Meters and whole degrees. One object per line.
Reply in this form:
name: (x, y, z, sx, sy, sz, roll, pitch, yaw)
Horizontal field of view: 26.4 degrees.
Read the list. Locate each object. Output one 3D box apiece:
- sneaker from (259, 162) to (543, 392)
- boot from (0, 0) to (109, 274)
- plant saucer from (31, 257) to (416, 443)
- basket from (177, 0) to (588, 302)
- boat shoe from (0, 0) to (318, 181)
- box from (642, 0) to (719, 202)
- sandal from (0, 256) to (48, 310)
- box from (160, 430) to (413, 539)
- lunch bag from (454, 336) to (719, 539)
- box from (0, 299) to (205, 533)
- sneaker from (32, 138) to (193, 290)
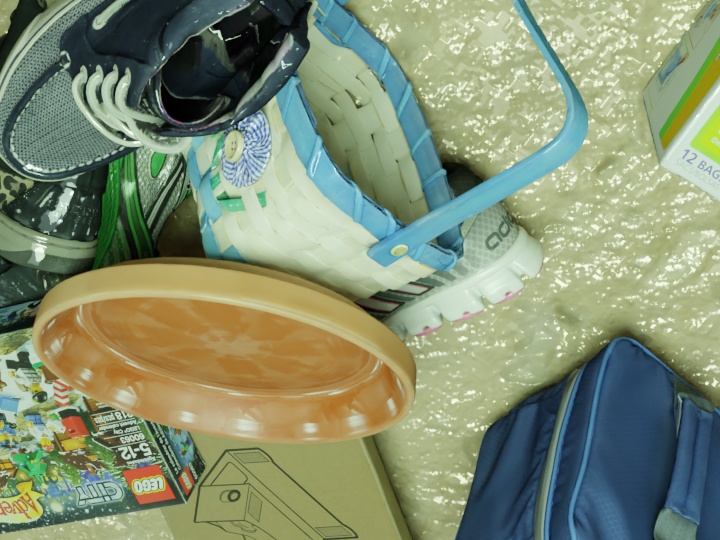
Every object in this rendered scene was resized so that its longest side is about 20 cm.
sneaker: (0.000, 0.000, 0.878, 0.199, 0.074, 0.088, -24, 106, 17)
boot: (-0.176, -0.108, 0.795, 0.073, 0.203, 0.155, 4, 117, -44)
plant saucer: (-0.069, 0.042, 0.797, 0.199, 0.033, 0.201, 8, 155, 4)
basket: (0.006, -0.078, 0.773, 0.199, 0.177, 0.139, -33, 142, 17)
boat shoe: (-0.095, -0.081, 0.642, 0.075, 0.093, 0.200, 37, 125, -26)
box: (0.247, -0.123, 0.774, 0.112, 0.102, 0.200, 30, 116, -11)
sandal: (-0.258, -0.038, 0.893, 0.200, 0.048, 0.075, 39, 114, -14)
box: (-0.051, 0.154, 0.962, 0.162, 0.021, 0.201, -7, 119, 25)
lunch bag: (0.148, 0.139, 0.869, 0.136, 0.201, 0.132, 38, 132, -16)
box: (-0.211, 0.092, 0.940, 0.199, 0.038, 0.137, -13, 115, 24)
sneaker: (-0.128, -0.084, 0.856, 0.085, 0.078, 0.201, 1, 116, -37)
